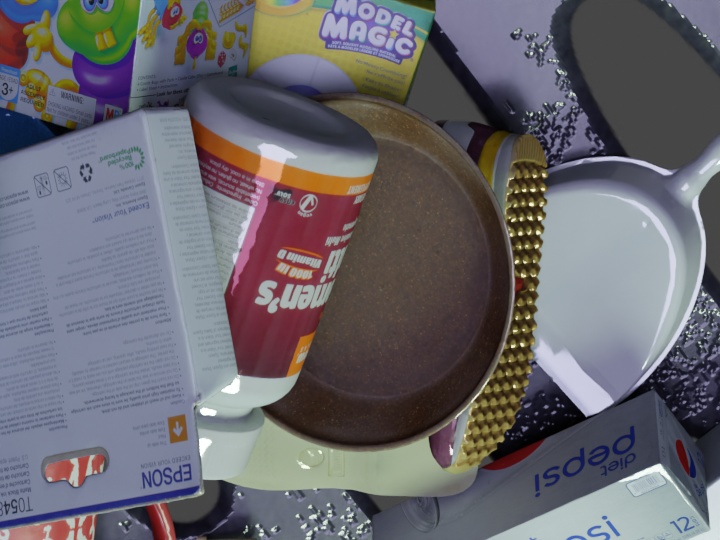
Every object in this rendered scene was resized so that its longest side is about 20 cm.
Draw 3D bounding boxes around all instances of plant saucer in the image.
[{"bbox_3d":[0.000,0.000,1.485,0.200,0.037,0.201,3,98,25],"label":"plant saucer"}]

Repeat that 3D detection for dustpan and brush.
[{"bbox_3d":[0.167,-0.029,1.551,0.200,0.057,0.140,-42,90,20],"label":"dustpan and brush"}]

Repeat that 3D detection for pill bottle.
[{"bbox_3d":[-0.072,0.005,1.439,0.109,0.110,0.200,18,107,-6],"label":"pill bottle"}]

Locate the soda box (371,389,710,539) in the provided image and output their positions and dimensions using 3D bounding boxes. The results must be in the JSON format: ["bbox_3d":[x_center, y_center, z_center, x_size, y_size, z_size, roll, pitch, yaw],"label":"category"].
[{"bbox_3d":[0.104,0.149,1.566,0.200,0.068,0.063,-26,123,22],"label":"soda box"}]

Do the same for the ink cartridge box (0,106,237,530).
[{"bbox_3d":[-0.150,0.030,1.409,0.199,0.041,0.201,-13,84,43],"label":"ink cartridge box"}]

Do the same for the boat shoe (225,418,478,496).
[{"bbox_3d":[-0.028,0.088,1.579,0.201,0.063,0.074,7,128,-3],"label":"boat shoe"}]

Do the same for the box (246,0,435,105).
[{"bbox_3d":[-0.032,-0.103,1.525,0.117,0.048,0.200,17,105,-6],"label":"box"}]

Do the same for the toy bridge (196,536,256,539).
[{"bbox_3d":[-0.090,0.255,1.645,0.067,0.027,0.201,-3,110,6],"label":"toy bridge"}]

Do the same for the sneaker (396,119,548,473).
[{"bbox_3d":[0.050,0.014,1.527,0.090,0.075,0.201,11,95,26],"label":"sneaker"}]

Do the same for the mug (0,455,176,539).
[{"bbox_3d":[-0.202,0.140,1.579,0.133,0.177,0.201,19,105,32],"label":"mug"}]

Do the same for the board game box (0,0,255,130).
[{"bbox_3d":[-0.123,-0.181,1.447,0.103,0.105,0.201,18,108,32],"label":"board game box"}]

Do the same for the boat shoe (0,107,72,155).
[{"bbox_3d":[-0.200,-0.079,1.521,0.084,0.069,0.200,-23,103,5],"label":"boat shoe"}]

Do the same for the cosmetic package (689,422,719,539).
[{"bbox_3d":[0.188,0.188,1.605,0.200,0.071,0.101,-39,104,11],"label":"cosmetic package"}]
